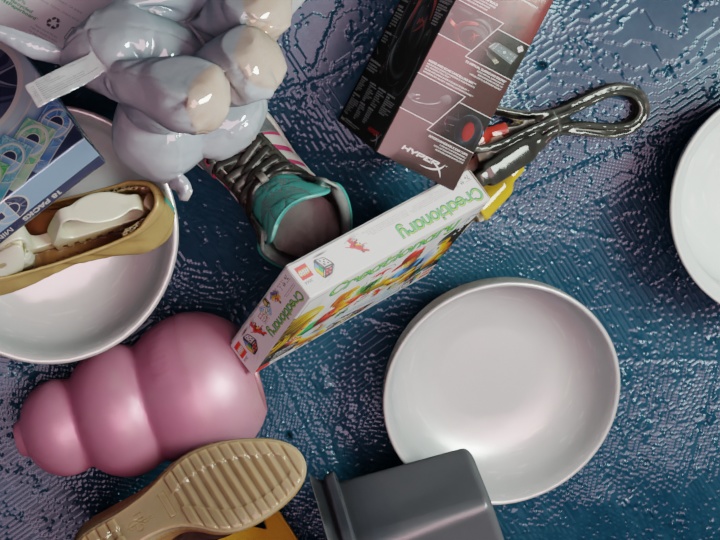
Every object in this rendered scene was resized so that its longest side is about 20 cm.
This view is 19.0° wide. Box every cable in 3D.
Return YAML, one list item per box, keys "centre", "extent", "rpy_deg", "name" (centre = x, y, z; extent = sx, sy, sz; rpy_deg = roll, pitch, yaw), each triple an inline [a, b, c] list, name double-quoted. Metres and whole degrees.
- centre: [0.140, -0.117, 1.783]
  extent: [0.200, 0.050, 0.097]
  rpy_deg: [-31, 102, -16]
  name: "cable"

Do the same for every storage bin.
- centre: [0.057, 0.248, 1.758]
  extent: [0.134, 0.146, 0.200]
  rpy_deg: [-21, 123, 0]
  name: "storage bin"

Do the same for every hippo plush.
- centre: [-0.131, -0.118, 1.548]
  extent: [0.200, 0.159, 0.161]
  rpy_deg: [-28, 143, -13]
  name: "hippo plush"

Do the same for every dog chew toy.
- centre: [-0.179, 0.108, 1.719]
  extent: [0.200, 0.125, 0.125]
  rpy_deg: [-15, 105, 0]
  name: "dog chew toy"

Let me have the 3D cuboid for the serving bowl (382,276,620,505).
- centre: [0.112, 0.093, 1.797]
  extent: [0.200, 0.066, 0.200]
  rpy_deg: [-3, 110, -9]
  name: "serving bowl"

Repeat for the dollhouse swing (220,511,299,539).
- centre: [-0.097, 0.342, 1.831]
  extent: [0.200, 0.176, 0.182]
  rpy_deg: [-33, 66, -3]
  name: "dollhouse swing"

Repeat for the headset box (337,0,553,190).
- centre: [0.072, -0.178, 1.688]
  extent: [0.075, 0.149, 0.200]
  rpy_deg: [26, 96, -17]
  name: "headset box"

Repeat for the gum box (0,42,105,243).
- centre: [-0.312, -0.104, 1.609]
  extent: [0.170, 0.200, 0.045]
  rpy_deg: [-37, 151, -1]
  name: "gum box"

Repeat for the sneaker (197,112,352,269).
- centre: [-0.076, -0.070, 1.695]
  extent: [0.084, 0.121, 0.200]
  rpy_deg: [-45, 107, 1]
  name: "sneaker"

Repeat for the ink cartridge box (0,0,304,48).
- centre: [-0.147, -0.222, 1.589]
  extent: [0.196, 0.043, 0.200]
  rpy_deg: [30, 116, -30]
  name: "ink cartridge box"

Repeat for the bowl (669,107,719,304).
- centre: [0.341, -0.065, 1.803]
  extent: [0.201, 0.090, 0.202]
  rpy_deg: [-3, 104, -11]
  name: "bowl"

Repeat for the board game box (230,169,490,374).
- centre: [0.000, 0.000, 1.686]
  extent: [0.200, 0.126, 0.035]
  rpy_deg: [-29, 76, -36]
  name: "board game box"

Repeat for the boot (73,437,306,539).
- centre: [-0.133, 0.190, 1.721]
  extent: [0.200, 0.166, 0.072]
  rpy_deg: [-23, 82, -1]
  name: "boot"

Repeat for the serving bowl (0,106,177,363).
- centre: [-0.245, -0.030, 1.685]
  extent: [0.200, 0.066, 0.201]
  rpy_deg: [-1, 97, -9]
  name: "serving bowl"

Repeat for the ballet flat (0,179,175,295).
- centre: [-0.238, -0.030, 1.613]
  extent: [0.200, 0.063, 0.069]
  rpy_deg: [-17, 71, -9]
  name: "ballet flat"

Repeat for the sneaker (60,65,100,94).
- centre: [-0.228, -0.216, 1.661]
  extent: [0.073, 0.085, 0.200]
  rpy_deg: [-34, 130, 12]
  name: "sneaker"
